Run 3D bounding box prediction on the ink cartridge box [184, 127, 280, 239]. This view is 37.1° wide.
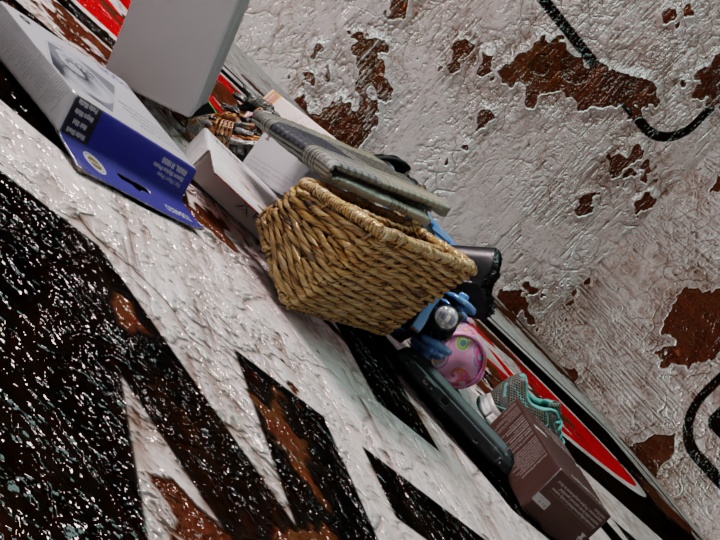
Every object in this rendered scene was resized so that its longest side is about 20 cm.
[{"bbox_3d":[-0.116,-0.061,1.235,0.200,0.043,0.174,43,10,-23],"label":"ink cartridge box"}]

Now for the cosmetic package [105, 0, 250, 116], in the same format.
[{"bbox_3d":[-0.218,-0.317,1.345,0.121,0.202,0.200,23,10,-9],"label":"cosmetic package"}]

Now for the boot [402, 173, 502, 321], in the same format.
[{"bbox_3d":[0.124,-0.034,1.551,0.165,0.205,0.076,4,6,17],"label":"boot"}]

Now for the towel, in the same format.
[{"bbox_3d":[-0.013,-0.118,1.244,0.198,0.035,0.192,16,15,-41],"label":"towel"}]

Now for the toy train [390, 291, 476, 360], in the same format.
[{"bbox_3d":[0.073,0.053,1.344,0.113,0.088,0.200,33,-8,1],"label":"toy train"}]

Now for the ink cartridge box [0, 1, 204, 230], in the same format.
[{"bbox_3d":[-0.236,-0.140,0.995,0.201,0.041,0.199,50,8,25],"label":"ink cartridge box"}]

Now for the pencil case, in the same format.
[{"bbox_3d":[0.133,0.107,1.572,0.087,0.087,0.200,43,8,-11],"label":"pencil case"}]

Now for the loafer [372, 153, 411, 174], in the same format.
[{"bbox_3d":[0.017,-0.138,1.558,0.200,0.069,0.070,-28,112,-65],"label":"loafer"}]

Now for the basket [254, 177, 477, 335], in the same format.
[{"bbox_3d":[0.007,-0.037,1.140,0.198,0.148,0.145,18,45,-49],"label":"basket"}]

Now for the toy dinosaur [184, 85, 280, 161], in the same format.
[{"bbox_3d":[-0.139,-0.173,1.437,0.198,0.103,0.136,30,8,-22],"label":"toy dinosaur"}]

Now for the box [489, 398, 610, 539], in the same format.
[{"bbox_3d":[0.231,0.255,1.359,0.100,0.075,0.200,43,10,-19],"label":"box"}]

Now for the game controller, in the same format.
[{"bbox_3d":[0.111,0.172,1.304,0.200,0.042,0.104,47,-7,7],"label":"game controller"}]

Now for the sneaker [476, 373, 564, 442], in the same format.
[{"bbox_3d":[0.259,0.229,1.514,0.200,0.091,0.078,45,9,-7],"label":"sneaker"}]

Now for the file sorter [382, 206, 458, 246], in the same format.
[{"bbox_3d":[0.053,-0.044,1.711,0.201,0.139,0.122,50,11,35],"label":"file sorter"}]

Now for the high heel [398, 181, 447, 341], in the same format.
[{"bbox_3d":[0.091,-0.006,1.450,0.141,0.203,0.071,33,30,22],"label":"high heel"}]

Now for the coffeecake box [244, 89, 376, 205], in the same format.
[{"bbox_3d":[-0.080,-0.168,1.668,0.200,0.073,0.154,42,-10,41],"label":"coffeecake box"}]

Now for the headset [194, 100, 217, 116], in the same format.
[{"bbox_3d":[-0.241,-0.281,1.515,0.201,0.093,0.124,54,0,-36],"label":"headset"}]

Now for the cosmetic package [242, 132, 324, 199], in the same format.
[{"bbox_3d":[-0.067,-0.093,1.404,0.101,0.075,0.200,33,-8,33],"label":"cosmetic package"}]
